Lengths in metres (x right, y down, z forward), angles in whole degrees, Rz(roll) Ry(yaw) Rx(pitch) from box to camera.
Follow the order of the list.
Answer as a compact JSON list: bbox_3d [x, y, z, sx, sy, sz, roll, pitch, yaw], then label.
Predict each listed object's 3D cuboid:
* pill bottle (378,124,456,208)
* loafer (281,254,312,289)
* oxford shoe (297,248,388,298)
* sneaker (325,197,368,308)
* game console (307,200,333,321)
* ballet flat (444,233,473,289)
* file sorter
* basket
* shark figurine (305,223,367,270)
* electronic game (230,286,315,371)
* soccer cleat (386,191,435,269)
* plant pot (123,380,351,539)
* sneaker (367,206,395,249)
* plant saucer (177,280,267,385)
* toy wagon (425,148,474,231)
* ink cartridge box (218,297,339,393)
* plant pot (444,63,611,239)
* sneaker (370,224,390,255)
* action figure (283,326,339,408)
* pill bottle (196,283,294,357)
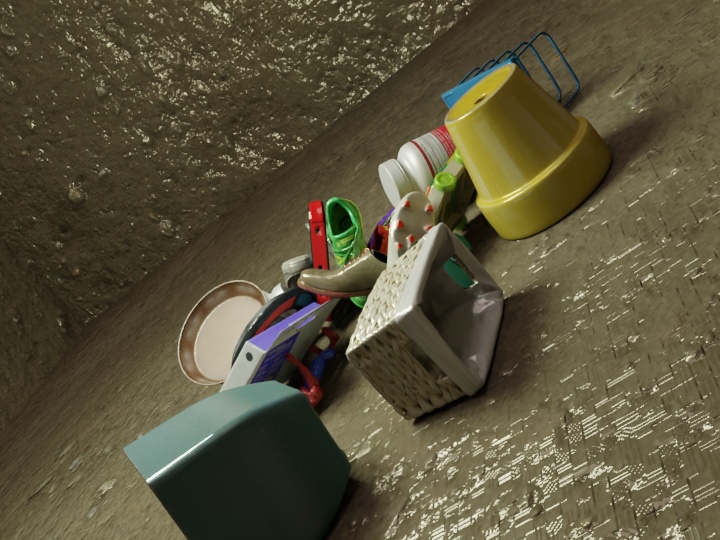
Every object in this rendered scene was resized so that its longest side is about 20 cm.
[{"bbox_3d":[0.136,-0.185,1.564,0.198,0.114,0.112,-26,14,-10],"label":"pill bottle"},{"bbox_3d":[-0.109,0.015,1.713,0.069,0.071,0.200,-17,-8,-2],"label":"loafer"},{"bbox_3d":[0.000,0.000,1.383,0.196,0.076,0.071,0,18,6],"label":"oxford shoe"},{"bbox_3d":[-0.017,-0.028,1.464,0.073,0.202,0.083,-27,-22,14],"label":"sneaker"},{"bbox_3d":[-0.069,-0.019,1.572,0.030,0.204,0.177,-5,5,-2],"label":"game console"},{"bbox_3d":[0.123,0.010,1.283,0.072,0.069,0.200,-55,6,22],"label":"ballet flat"},{"bbox_3d":[0.276,-0.322,1.644,0.123,0.139,0.199,-45,16,-29],"label":"file sorter"},{"bbox_3d":[0.079,0.063,1.098,0.123,0.136,0.201,-34,17,31],"label":"basket"},{"bbox_3d":[-0.028,-0.010,1.706,0.090,0.127,0.215,-63,30,14],"label":"shark figurine"},{"bbox_3d":[-0.143,0.114,1.499,0.200,0.041,0.201,-46,-22,-24],"label":"electronic game"},{"bbox_3d":[0.065,-0.013,1.311,0.078,0.068,0.203,141,136,-71],"label":"soccer cleat"},{"bbox_3d":[-0.129,0.238,1.053,0.199,0.198,0.195,-37,14,-18],"label":"plant pot"},{"bbox_3d":[0.076,-0.094,1.644,0.200,0.070,0.099,-47,8,-27],"label":"sneaker"},{"bbox_3d":[-0.236,0.114,1.604,0.198,0.034,0.203,-17,55,25],"label":"plant saucer"},{"bbox_3d":[0.150,-0.121,1.417,0.201,0.039,0.156,-53,-24,-35],"label":"toy wagon"},{"bbox_3d":[-0.126,0.121,1.384,0.201,0.043,0.198,-57,-13,29],"label":"ink cartridge box"},{"bbox_3d":[0.223,-0.179,1.291,0.200,0.189,0.201,-38,16,13],"label":"plant pot"},{"bbox_3d":[0.065,-0.052,1.523,0.200,0.085,0.077,-44,17,-6],"label":"sneaker"},{"bbox_3d":[-0.095,0.149,1.356,0.066,0.098,0.201,-58,10,27],"label":"action figure"},{"bbox_3d":[-0.201,0.114,1.678,0.199,0.111,0.111,-40,16,5],"label":"pill bottle"}]
